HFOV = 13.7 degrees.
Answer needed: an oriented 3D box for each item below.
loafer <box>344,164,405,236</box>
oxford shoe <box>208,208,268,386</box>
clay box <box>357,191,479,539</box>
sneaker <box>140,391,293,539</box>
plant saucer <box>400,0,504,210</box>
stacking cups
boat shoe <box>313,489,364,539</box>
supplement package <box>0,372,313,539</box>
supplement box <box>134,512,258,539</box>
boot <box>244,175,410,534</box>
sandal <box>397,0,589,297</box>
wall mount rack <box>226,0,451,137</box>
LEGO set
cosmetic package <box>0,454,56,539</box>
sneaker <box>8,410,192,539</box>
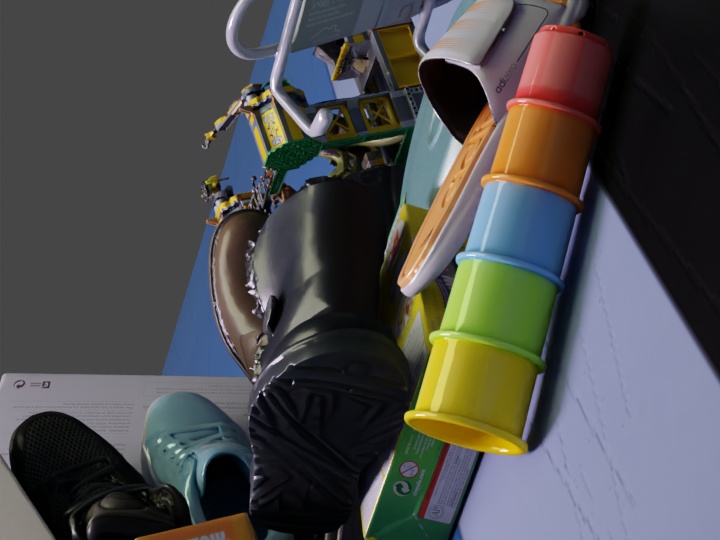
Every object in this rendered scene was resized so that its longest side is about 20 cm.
[{"bbox_3d":[0.000,0.000,1.777,0.201,0.070,0.068,-87,-12,-62],"label":"loafer"},{"bbox_3d":[-0.038,0.048,1.782,0.084,0.072,0.201,103,147,-71],"label":"oxford shoe"},{"bbox_3d":[0.032,0.049,1.581,0.200,0.047,0.115,-95,22,-64],"label":"clay box"},{"bbox_3d":[-0.078,0.121,1.740,0.200,0.074,0.082,-121,28,-47],"label":"sneaker"},{"bbox_3d":[0.059,-0.085,1.703,0.200,0.036,0.201,-164,90,-81],"label":"plant saucer"},{"bbox_3d":[0.072,-0.018,1.404,0.061,0.060,0.201,142,143,-76],"label":"stacking cups"},{"bbox_3d":[-0.015,0.151,1.683,0.067,0.057,0.201,137,148,-74],"label":"boat shoe"},{"bbox_3d":[-0.136,0.184,1.856,0.147,0.190,0.200,81,-167,-46],"label":"supplement package"},{"bbox_3d":[-0.064,0.229,1.534,0.069,0.066,0.201,84,172,-74],"label":"supplement box"},{"bbox_3d":[-0.019,0.021,1.528,0.200,0.076,0.169,106,167,-60],"label":"boot"},{"bbox_3d":[0.055,-0.086,1.529,0.207,0.059,0.079,-63,9,-23],"label":"sandal"},{"bbox_3d":[0.025,-0.168,1.755,0.075,0.200,0.174,48,140,28],"label":"wall mount rack"},{"bbox_3d":[-0.031,-0.097,1.903,0.200,0.153,0.116,98,155,-64],"label":"LEGO set"},{"bbox_3d":[-0.210,0.171,1.699,0.200,0.071,0.105,49,160,46],"label":"cosmetic package"},{"bbox_3d":[-0.143,0.136,1.713,0.114,0.076,0.200,96,152,-47],"label":"sneaker"}]
